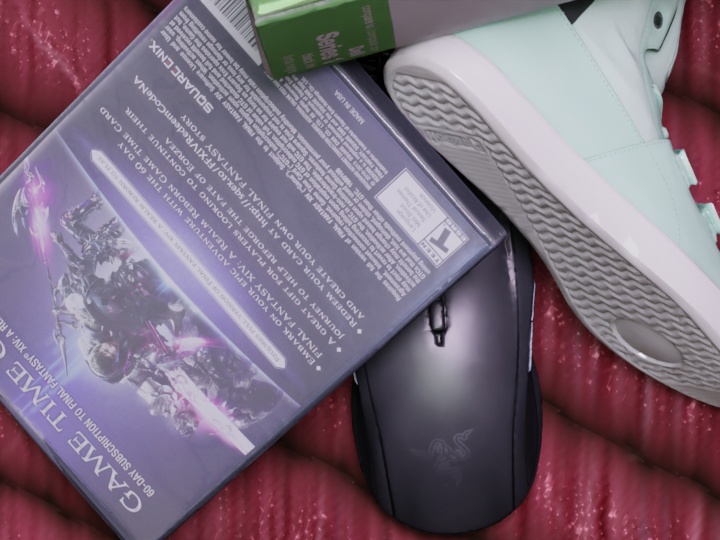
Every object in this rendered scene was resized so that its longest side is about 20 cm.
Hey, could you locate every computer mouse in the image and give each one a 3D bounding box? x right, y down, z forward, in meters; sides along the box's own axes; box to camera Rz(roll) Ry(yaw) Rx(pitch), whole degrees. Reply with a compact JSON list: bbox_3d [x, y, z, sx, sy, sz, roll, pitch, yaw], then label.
[{"bbox_3d":[0.000,0.000,1.081,0.140,0.046,0.201,1,92,2],"label":"computer mouse"}]

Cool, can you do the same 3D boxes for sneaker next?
[{"bbox_3d":[0.110,-0.046,1.060,0.200,0.074,0.118,48,64,-20],"label":"sneaker"}]

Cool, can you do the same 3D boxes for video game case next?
[{"bbox_3d":[-0.063,-0.004,1.065,0.143,0.019,0.200,48,117,1],"label":"video game case"}]

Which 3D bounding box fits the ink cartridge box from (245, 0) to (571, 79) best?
[{"bbox_3d":[0.046,-0.164,0.978,0.200,0.084,0.146,-14,78,0],"label":"ink cartridge box"}]
